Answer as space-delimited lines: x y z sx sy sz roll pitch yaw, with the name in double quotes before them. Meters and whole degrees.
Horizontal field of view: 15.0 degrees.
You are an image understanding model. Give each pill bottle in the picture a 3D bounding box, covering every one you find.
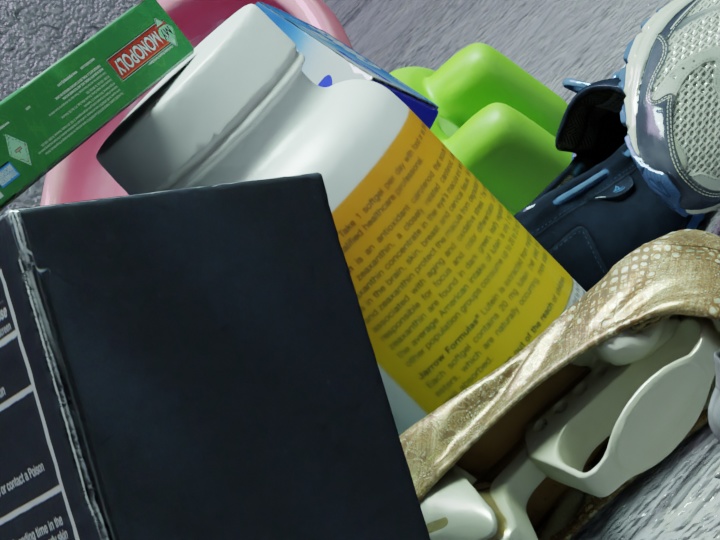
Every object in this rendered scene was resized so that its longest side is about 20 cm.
"pill bottle" 0.000 0.000 1.019 0.111 0.200 0.111 -43 10 10

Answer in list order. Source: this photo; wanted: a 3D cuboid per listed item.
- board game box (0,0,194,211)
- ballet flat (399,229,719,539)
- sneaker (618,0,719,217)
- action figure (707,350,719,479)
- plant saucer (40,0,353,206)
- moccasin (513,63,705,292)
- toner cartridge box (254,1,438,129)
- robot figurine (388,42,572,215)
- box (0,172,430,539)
"board game box" -0.145 -0.022 0.947 0.135 0.029 0.200 -37 6 27
"ballet flat" 0.058 0.067 0.919 0.200 0.071 0.065 -47 24 9
"sneaker" 0.178 -0.103 1.099 0.200 0.077 0.085 -51 16 -29
"action figure" 0.171 -0.012 0.785 0.200 0.069 0.130 -47 17 6
"plant saucer" -0.065 -0.036 1.239 0.200 0.051 0.201 -20 61 40
"moccasin" 0.119 -0.056 1.151 0.080 0.068 0.200 -38 12 33
"toner cartridge box" -0.053 -0.004 1.143 0.095 0.043 0.200 37 101 48
"robot figurine" 0.011 -0.015 1.278 0.200 0.116 0.176 -40 42 24
"box" -0.078 0.096 0.877 0.123 0.199 0.200 -10 -12 -36
